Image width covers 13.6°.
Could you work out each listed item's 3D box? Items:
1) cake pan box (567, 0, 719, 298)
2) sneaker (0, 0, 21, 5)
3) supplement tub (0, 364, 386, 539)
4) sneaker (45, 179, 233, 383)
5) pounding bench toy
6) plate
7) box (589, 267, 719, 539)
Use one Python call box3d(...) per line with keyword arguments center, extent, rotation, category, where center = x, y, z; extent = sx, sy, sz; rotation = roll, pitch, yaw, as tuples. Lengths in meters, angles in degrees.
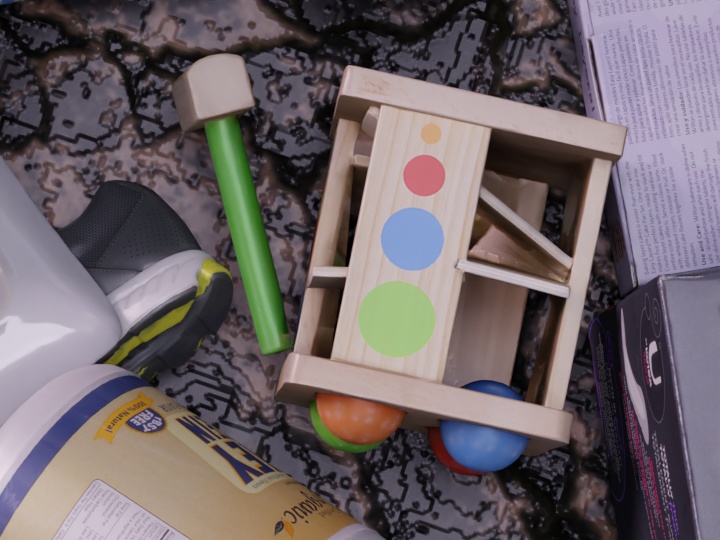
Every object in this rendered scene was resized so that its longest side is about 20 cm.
box3d(center=(0.193, -0.099, 1.398), extent=(0.183, 0.052, 0.201), rotation=(-11, 84, -7), category="cake pan box")
box3d(center=(-0.137, -0.154, 1.378), extent=(0.199, 0.072, 0.072), rotation=(-9, 75, 10), category="sneaker")
box3d(center=(-0.069, 0.146, 1.275), extent=(0.200, 0.144, 0.145), rotation=(32, 82, 16), category="supplement tub")
box3d(center=(-0.155, 0.035, 1.357), extent=(0.199, 0.075, 0.085), rotation=(-30, 62, -2), category="sneaker")
box3d(center=(0.000, 0.000, 1.335), extent=(0.199, 0.124, 0.157), rotation=(12, 83, -2), category="pounding bench toy")
box3d(center=(-0.235, 0.010, 1.326), extent=(0.200, 0.032, 0.200), rotation=(-35, 62, -6), category="plate")
box3d(center=(0.170, 0.064, 1.294), extent=(0.106, 0.200, 0.123), rotation=(-8, 84, -4), category="box")
